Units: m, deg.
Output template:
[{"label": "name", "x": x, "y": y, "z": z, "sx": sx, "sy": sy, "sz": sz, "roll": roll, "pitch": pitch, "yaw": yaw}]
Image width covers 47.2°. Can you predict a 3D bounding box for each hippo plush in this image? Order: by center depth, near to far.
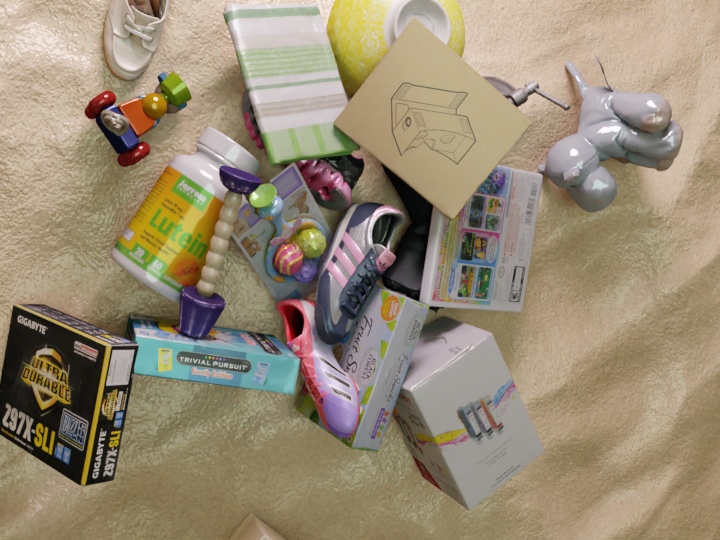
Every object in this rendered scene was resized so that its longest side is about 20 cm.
[{"label": "hippo plush", "x": 0.347, "y": -0.175, "z": 1.174, "sx": 0.200, "sy": 0.159, "sz": 0.161, "roll": 44, "pitch": 82, "yaw": -19}]

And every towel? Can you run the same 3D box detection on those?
[{"label": "towel", "x": -0.086, "y": -0.236, "z": 1.038, "sx": 0.148, "sy": 0.031, "sz": 0.203, "roll": -15, "pitch": 88, "yaw": -38}]

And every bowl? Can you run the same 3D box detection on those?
[{"label": "bowl", "x": 0.062, "y": -0.312, "z": 1.086, "sx": 0.197, "sy": 0.108, "sz": 0.204, "roll": -2, "pitch": 98, "yaw": -18}]

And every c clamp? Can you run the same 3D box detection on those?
[{"label": "c clamp", "x": 0.150, "y": -0.209, "z": 1.103, "sx": 0.198, "sy": 0.171, "sz": 0.027, "roll": -31, "pitch": 130, "yaw": -6}]

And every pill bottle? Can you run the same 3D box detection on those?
[{"label": "pill bottle", "x": -0.211, "y": -0.071, "z": 1.023, "sx": 0.110, "sy": 0.111, "sz": 0.201, "roll": 34, "pitch": 86, "yaw": -20}]

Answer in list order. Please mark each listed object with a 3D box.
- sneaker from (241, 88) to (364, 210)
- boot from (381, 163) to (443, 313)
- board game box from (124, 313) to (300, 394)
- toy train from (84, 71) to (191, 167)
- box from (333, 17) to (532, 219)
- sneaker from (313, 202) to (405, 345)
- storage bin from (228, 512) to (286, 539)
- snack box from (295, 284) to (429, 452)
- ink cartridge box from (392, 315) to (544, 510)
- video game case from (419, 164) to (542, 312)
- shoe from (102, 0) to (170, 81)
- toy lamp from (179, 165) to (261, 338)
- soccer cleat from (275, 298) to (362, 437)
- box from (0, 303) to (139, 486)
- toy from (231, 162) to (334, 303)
[{"label": "sneaker", "x": -0.071, "y": -0.176, "z": 1.088, "sx": 0.200, "sy": 0.079, "sz": 0.096, "roll": 46, "pitch": 61, "yaw": -19}, {"label": "boot", "x": 0.075, "y": -0.055, "z": 1.140, "sx": 0.199, "sy": 0.076, "sz": 0.170, "roll": 34, "pitch": 82, "yaw": -26}, {"label": "board game box", "x": -0.190, "y": 0.102, "z": 1.032, "sx": 0.197, "sy": 0.151, "sz": 0.048, "roll": 10, "pitch": 94, "yaw": -20}, {"label": "toy train", "x": -0.244, "y": -0.187, "z": 0.951, "sx": 0.115, "sy": 0.200, "sz": 0.085, "roll": -38, "pitch": 107, "yaw": -15}, {"label": "box", "x": 0.091, "y": -0.187, "z": 1.040, "sx": 0.199, "sy": 0.021, "sz": 0.164, "roll": 38, "pitch": 100, "yaw": -9}, {"label": "sneaker", "x": 0.000, "y": 0.000, "z": 1.063, "sx": 0.070, "sy": 0.081, "sz": 0.203, "roll": 37, "pitch": 61, "yaw": -47}, {"label": "storage bin", "x": -0.132, "y": 0.480, "z": 1.134, "sx": 0.200, "sy": 0.094, "sz": 0.199, "roll": 43, "pitch": 83, "yaw": -19}, {"label": "snack box", "x": 0.000, "y": 0.120, "z": 1.101, "sx": 0.053, "sy": 0.141, "sz": 0.203, "roll": 19, "pitch": 91, "yaw": -40}, {"label": "ink cartridge box", "x": 0.132, "y": 0.192, "z": 1.151, "sx": 0.144, "sy": 0.145, "sz": 0.202, "roll": -31, "pitch": 107, "yaw": -17}, {"label": "video game case", "x": 0.170, "y": -0.047, "z": 1.144, "sx": 0.180, "sy": 0.024, "sz": 0.203, "roll": 5, "pitch": 95, "yaw": -34}, {"label": "shoe", "x": -0.266, "y": -0.332, "z": 0.999, "sx": 0.069, "sy": 0.053, "sz": 0.203, "roll": 15, "pitch": 92, "yaw": -20}, {"label": "toy lamp", "x": -0.168, "y": -0.018, "z": 0.968, "sx": 0.057, "sy": 0.058, "sz": 0.202, "roll": 16, "pitch": 105, "yaw": -20}, {"label": "soccer cleat", "x": -0.058, "y": 0.123, "z": 1.061, "sx": 0.076, "sy": 0.202, "sz": 0.067, "roll": 17, "pitch": 132, "yaw": -42}, {"label": "box", "x": -0.349, "y": 0.139, "z": 0.964, "sx": 0.049, "sy": 0.198, "sz": 0.162, "roll": 4, "pitch": 99, "yaw": -53}, {"label": "toy", "x": -0.084, "y": -0.029, "z": 1.058, "sx": 0.115, "sy": 0.047, "sz": 0.201, "roll": -39, "pitch": 136, "yaw": -10}]
